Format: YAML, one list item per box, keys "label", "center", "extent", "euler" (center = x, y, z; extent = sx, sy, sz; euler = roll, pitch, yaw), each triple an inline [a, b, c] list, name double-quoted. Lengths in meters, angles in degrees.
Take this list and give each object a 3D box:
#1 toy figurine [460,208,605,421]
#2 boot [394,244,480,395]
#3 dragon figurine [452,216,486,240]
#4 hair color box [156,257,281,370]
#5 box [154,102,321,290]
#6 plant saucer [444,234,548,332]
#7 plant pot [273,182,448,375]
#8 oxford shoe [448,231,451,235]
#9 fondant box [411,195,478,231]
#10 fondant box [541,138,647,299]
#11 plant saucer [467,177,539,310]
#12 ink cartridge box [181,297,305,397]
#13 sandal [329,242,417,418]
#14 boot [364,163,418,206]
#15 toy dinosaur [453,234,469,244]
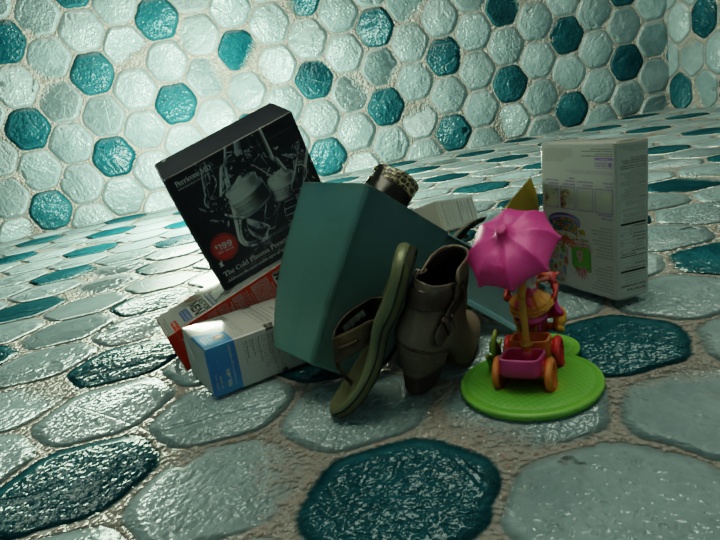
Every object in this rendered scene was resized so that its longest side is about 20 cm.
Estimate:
- label: "toy figurine"
  center: [0.176, 0.024, 0.662]
  extent: [0.147, 0.188, 0.199]
  euler: [-1, 16, 28]
- label: "boot"
  center: [0.099, 0.041, 0.709]
  extent: [0.069, 0.149, 0.200]
  euler: [16, 30, 22]
- label: "dragon figurine"
  center: [0.107, -0.009, 0.954]
  extent: [0.196, 0.101, 0.059]
  euler: [-18, -20, 13]
- label: "hair color box"
  center: [-0.195, 0.052, 0.936]
  extent: [0.198, 0.065, 0.110]
  euler: [-33, 22, -18]
- label: "box"
  center: [-0.162, -0.109, 0.915]
  extent: [0.198, 0.184, 0.104]
  euler: [-32, 29, -12]
- label: "plant saucer"
  center: [0.138, 0.005, 0.819]
  extent: [0.198, 0.071, 0.019]
  euler: [29, 8, 14]
- label: "plant pot"
  center: [-0.017, 0.017, 0.759]
  extent: [0.140, 0.203, 0.140]
  euler: [25, -8, -36]
- label: "oxford shoe"
  center: [0.070, -0.005, 1.032]
  extent: [0.197, 0.076, 0.070]
  euler: [-23, 16, -18]
- label: "fondant box"
  center: [0.120, -0.084, 1.168]
  extent: [0.142, 0.059, 0.199]
  euler: [-19, -2, 30]
- label: "fondant box"
  center: [0.319, -0.076, 0.868]
  extent: [0.057, 0.204, 0.144]
  euler: [-10, 14, -21]
- label: "plant saucer"
  center: [0.191, -0.024, 0.920]
  extent: [0.048, 0.201, 0.200]
  euler: [36, 29, 9]
- label: "ink cartridge box"
  center: [-0.124, 0.089, 0.847]
  extent: [0.197, 0.069, 0.115]
  euler: [-18, 17, -26]
- label: "sandal"
  center: [0.004, 0.059, 0.653]
  extent: [0.056, 0.204, 0.080]
  euler: [19, 20, -2]
- label: "boot"
  center: [-0.012, -0.115, 1.073]
  extent: [0.200, 0.074, 0.155]
  euler: [21, 62, 17]
- label: "toy dinosaur"
  center: [0.140, -0.030, 1.169]
  extent: [0.198, 0.059, 0.100]
  euler: [-18, 1, -39]
